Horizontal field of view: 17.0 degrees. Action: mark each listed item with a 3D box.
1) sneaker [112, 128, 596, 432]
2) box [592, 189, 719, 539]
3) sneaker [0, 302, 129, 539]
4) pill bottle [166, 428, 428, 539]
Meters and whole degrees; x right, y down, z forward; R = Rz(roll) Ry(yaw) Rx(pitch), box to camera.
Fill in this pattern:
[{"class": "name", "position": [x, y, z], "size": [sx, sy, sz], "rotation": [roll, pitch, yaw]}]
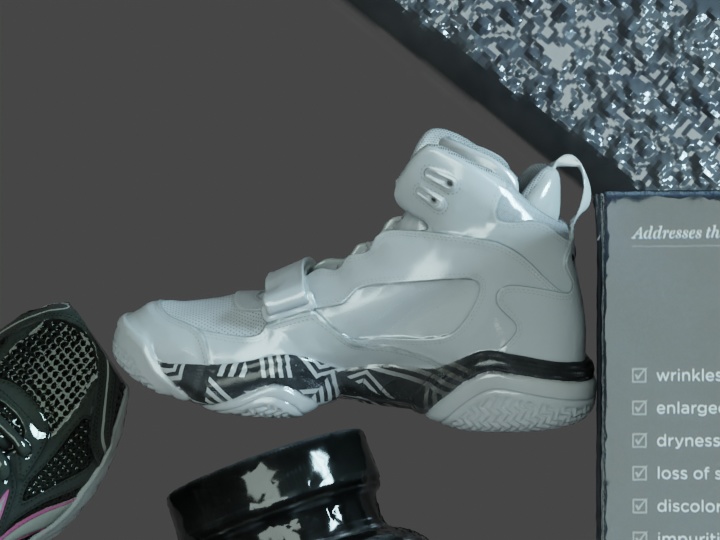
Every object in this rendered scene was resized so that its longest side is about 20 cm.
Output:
[{"class": "sneaker", "position": [0.000, 0.000, 0.982], "size": [0.199, 0.075, 0.116], "rotation": [4, 99, 3]}, {"class": "box", "position": [0.191, 0.073, 0.936], "size": [0.199, 0.124, 0.198], "rotation": [0, 84, 7]}, {"class": "sneaker", "position": [-0.174, 0.100, 0.995], "size": [0.080, 0.086, 0.200], "rotation": [38, 88, 8]}, {"class": "pill bottle", "position": [-0.006, 0.171, 0.953], "size": [0.111, 0.112, 0.201], "rotation": [-20, 80, 4]}]
